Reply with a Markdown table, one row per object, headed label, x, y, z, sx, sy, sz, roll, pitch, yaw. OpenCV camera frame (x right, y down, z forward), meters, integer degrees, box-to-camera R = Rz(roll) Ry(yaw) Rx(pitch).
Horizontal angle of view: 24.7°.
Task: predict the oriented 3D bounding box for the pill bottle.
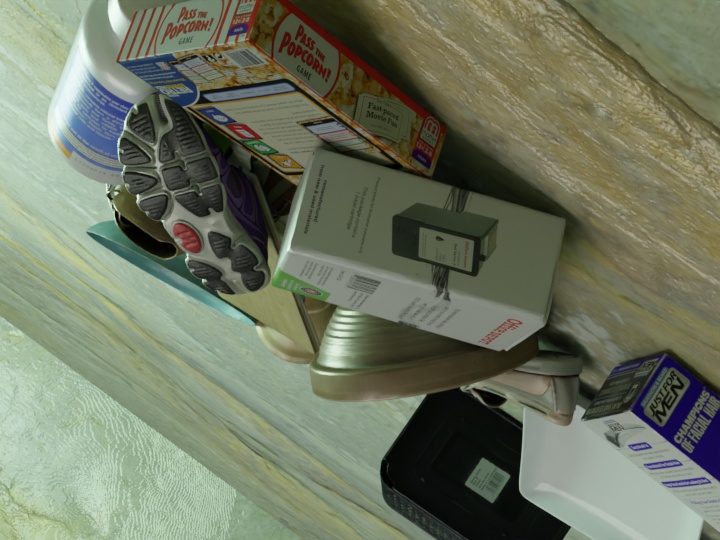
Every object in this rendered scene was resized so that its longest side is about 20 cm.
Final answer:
| label | x | y | z | sx | sy | sz | roll | pitch | yaw |
| --- | --- | --- | --- | --- | --- | --- | --- | --- | --- |
| pill bottle | -0.180 | -0.163 | 1.327 | 0.112 | 0.112 | 0.200 | 37 | 146 | -2 |

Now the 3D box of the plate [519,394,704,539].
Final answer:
| label | x | y | z | sx | sy | sz | roll | pitch | yaw |
| --- | --- | --- | --- | --- | --- | --- | --- | --- | --- |
| plate | 0.242 | 0.197 | 1.553 | 0.199 | 0.032 | 0.201 | 29 | 146 | 25 |

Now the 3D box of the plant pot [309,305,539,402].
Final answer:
| label | x | y | z | sx | sy | sz | roll | pitch | yaw |
| --- | --- | --- | --- | --- | --- | --- | --- | --- | --- |
| plant pot | 0.048 | 0.043 | 1.413 | 0.200 | 0.199 | 0.094 | 3 | 107 | 62 |

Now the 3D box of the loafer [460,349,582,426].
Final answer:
| label | x | y | z | sx | sy | sz | roll | pitch | yaw |
| --- | --- | --- | --- | --- | --- | --- | --- | --- | --- |
| loafer | 0.126 | 0.101 | 1.500 | 0.071 | 0.064 | 0.199 | -1 | -178 | -32 |

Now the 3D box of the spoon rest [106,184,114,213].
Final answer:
| label | x | y | z | sx | sy | sz | roll | pitch | yaw |
| --- | --- | --- | --- | --- | --- | --- | --- | --- | --- |
| spoon rest | -0.193 | -0.041 | 1.717 | 0.200 | 0.061 | 0.099 | 40 | -177 | 18 |

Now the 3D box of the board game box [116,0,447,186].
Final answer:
| label | x | y | z | sx | sy | sz | roll | pitch | yaw |
| --- | --- | --- | --- | --- | --- | --- | --- | --- | --- |
| board game box | -0.056 | -0.128 | 1.205 | 0.151 | 0.047 | 0.199 | 0 | 155 | 45 |

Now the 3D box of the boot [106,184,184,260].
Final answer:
| label | x | y | z | sx | sy | sz | roll | pitch | yaw |
| --- | --- | --- | --- | --- | --- | --- | --- | --- | --- |
| boot | -0.202 | -0.081 | 1.447 | 0.200 | 0.075 | 0.074 | 37 | 155 | 33 |

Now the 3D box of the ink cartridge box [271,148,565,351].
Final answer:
| label | x | y | z | sx | sy | sz | roll | pitch | yaw |
| --- | --- | --- | --- | --- | --- | --- | --- | --- | --- |
| ink cartridge box | 0.041 | -0.012 | 1.260 | 0.198 | 0.085 | 0.146 | 16 | 167 | -5 |

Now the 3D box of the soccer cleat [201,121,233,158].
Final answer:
| label | x | y | z | sx | sy | sz | roll | pitch | yaw |
| --- | --- | --- | --- | --- | --- | --- | --- | --- | --- |
| soccer cleat | -0.160 | -0.118 | 1.539 | 0.081 | 0.068 | 0.200 | 37 | 166 | 4 |

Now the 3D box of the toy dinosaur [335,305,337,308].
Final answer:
| label | x | y | z | sx | sy | sz | roll | pitch | yaw |
| --- | --- | --- | --- | --- | --- | --- | --- | --- | --- |
| toy dinosaur | 0.000 | 0.000 | 1.549 | 0.103 | 0.077 | 0.200 | 56 | 177 | 3 |

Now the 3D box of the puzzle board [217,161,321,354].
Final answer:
| label | x | y | z | sx | sy | sz | roll | pitch | yaw |
| --- | --- | --- | --- | --- | --- | --- | --- | --- | --- |
| puzzle board | -0.108 | -0.029 | 1.462 | 0.150 | 0.017 | 0.201 | 29 | 147 | 43 |

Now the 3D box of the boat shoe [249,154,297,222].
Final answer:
| label | x | y | z | sx | sy | sz | roll | pitch | yaw |
| --- | --- | --- | --- | --- | --- | --- | --- | --- | --- |
| boat shoe | -0.058 | -0.077 | 1.423 | 0.074 | 0.076 | 0.200 | 33 | 164 | 1 |

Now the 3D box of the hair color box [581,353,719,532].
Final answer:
| label | x | y | z | sx | sy | sz | roll | pitch | yaw |
| --- | --- | --- | --- | --- | --- | --- | --- | --- | --- |
| hair color box | 0.291 | 0.157 | 1.356 | 0.199 | 0.065 | 0.109 | 37 | 164 | -6 |

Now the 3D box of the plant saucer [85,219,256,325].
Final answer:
| label | x | y | z | sx | sy | sz | roll | pitch | yaw |
| --- | --- | --- | --- | --- | --- | --- | --- | --- | --- |
| plant saucer | -0.189 | -0.002 | 1.688 | 0.199 | 0.028 | 0.200 | 27 | 173 | 4 |

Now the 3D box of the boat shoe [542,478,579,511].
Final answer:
| label | x | y | z | sx | sy | sz | roll | pitch | yaw |
| --- | --- | --- | --- | --- | --- | --- | --- | --- | --- |
| boat shoe | 0.269 | 0.250 | 1.659 | 0.200 | 0.072 | 0.069 | 46 | 138 | 3 |

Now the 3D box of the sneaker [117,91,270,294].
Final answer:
| label | x | y | z | sx | sy | sz | roll | pitch | yaw |
| --- | --- | --- | --- | --- | --- | --- | --- | --- | --- |
| sneaker | -0.130 | -0.069 | 1.316 | 0.080 | 0.084 | 0.201 | -10 | 134 | 17 |

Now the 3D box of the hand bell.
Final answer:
| label | x | y | z | sx | sy | sz | roll | pitch | yaw |
| --- | --- | --- | --- | --- | --- | --- | --- | --- | --- |
| hand bell | -0.049 | 0.000 | 1.639 | 0.104 | 0.104 | 0.201 | 33 | 150 | 13 |

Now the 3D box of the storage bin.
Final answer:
| label | x | y | z | sx | sy | sz | roll | pitch | yaw |
| --- | --- | --- | --- | --- | --- | --- | --- | --- | --- |
| storage bin | 0.130 | 0.230 | 1.751 | 0.199 | 0.136 | 0.094 | 33 | 163 | 14 |
